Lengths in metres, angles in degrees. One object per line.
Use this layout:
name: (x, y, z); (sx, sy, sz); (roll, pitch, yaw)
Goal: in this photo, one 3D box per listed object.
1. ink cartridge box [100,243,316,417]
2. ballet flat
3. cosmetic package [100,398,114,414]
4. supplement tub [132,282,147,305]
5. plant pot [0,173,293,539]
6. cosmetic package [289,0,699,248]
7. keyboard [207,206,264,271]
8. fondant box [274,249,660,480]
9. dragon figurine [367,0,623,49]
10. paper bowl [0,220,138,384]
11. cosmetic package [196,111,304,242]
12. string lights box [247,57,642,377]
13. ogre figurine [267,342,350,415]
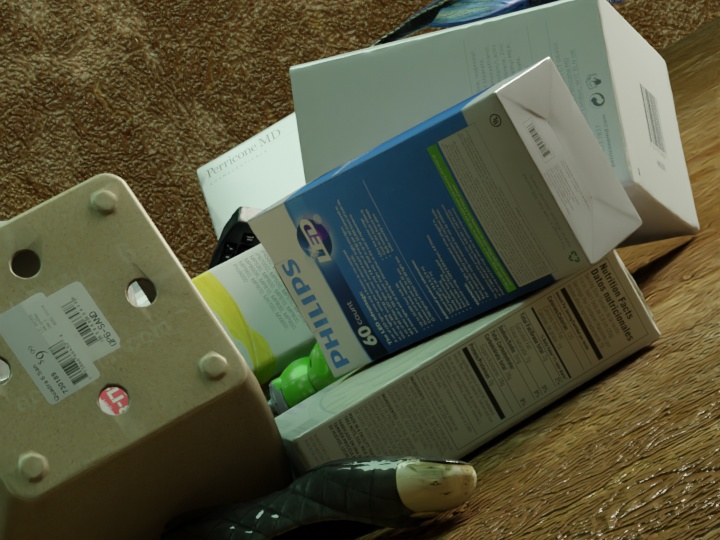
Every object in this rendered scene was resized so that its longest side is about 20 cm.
ink cartridge box: (-0.100, 0.074, 1.692); (0.199, 0.084, 0.145); (-28, -25, -21)
ballet flat: (-0.021, 0.129, 1.270); (0.199, 0.057, 0.066); (-23, -27, 37)
cosmetic package: (-0.216, 0.166, 1.511); (0.150, 0.052, 0.201); (-30, 31, 20)
supplement tub: (-0.190, 0.095, 1.918); (0.199, 0.123, 0.123); (-32, 4, -3)
plant pot: (-0.152, 0.067, 1.353); (0.199, 0.200, 0.177); (-28, -18, -21)
cosmetic package: (0.085, -0.073, 1.625); (0.199, 0.124, 0.199); (-13, -12, 16)
keyboard: (0.000, 0.000, 1.765); (0.199, 0.105, 0.040); (7, 33, -19)
fondant box: (0.049, 0.061, 1.424); (0.199, 0.059, 0.144); (-30, 4, -9)
dragon figurine: (0.077, -0.170, 1.632); (0.199, 0.059, 0.099); (-4, -17, 21)
paper bowl: (-0.251, 0.040, 1.795); (0.199, 0.105, 0.201); (-12, 28, 6)
cosmetic package: (-0.044, -0.011, 1.972); (0.101, 0.201, 0.071); (-30, -38, 12)
string lights box: (0.041, -0.025, 1.405); (0.199, 0.103, 0.059); (-25, 7, 43)
ogre figurine: (0.018, 0.045, 1.575); (0.199, 0.099, 0.120); (-12, 2, 37)
